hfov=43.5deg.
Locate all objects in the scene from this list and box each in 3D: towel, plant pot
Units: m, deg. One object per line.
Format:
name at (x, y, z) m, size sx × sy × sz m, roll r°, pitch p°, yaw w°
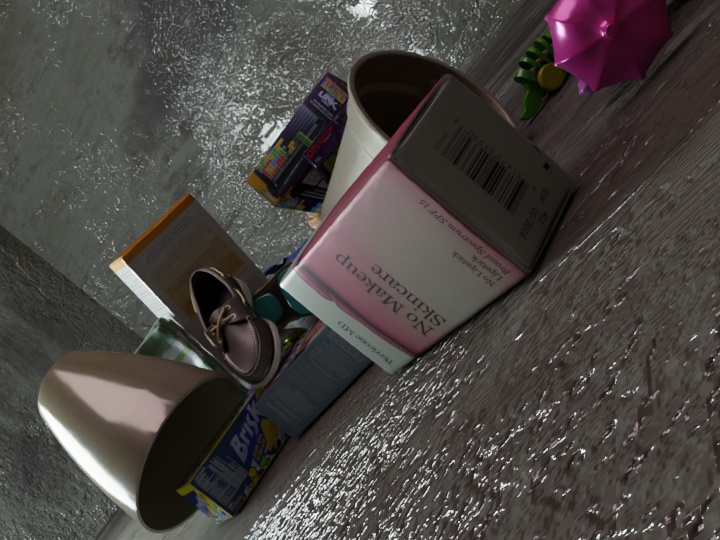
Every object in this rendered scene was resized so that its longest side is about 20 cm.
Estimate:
towel at (-0.212, 0.172, 1.122) m, size 0.153 × 0.200 × 0.023 m, roll -49°, pitch 0°, yaw 19°
plant pot at (0.048, -0.102, 0.982) m, size 0.184 × 0.199 × 0.201 m, roll -61°, pitch -3°, yaw 40°
plant pot at (-0.270, 0.172, 1.045) m, size 0.187 × 0.198 × 0.189 m, roll -48°, pitch -31°, yaw -41°

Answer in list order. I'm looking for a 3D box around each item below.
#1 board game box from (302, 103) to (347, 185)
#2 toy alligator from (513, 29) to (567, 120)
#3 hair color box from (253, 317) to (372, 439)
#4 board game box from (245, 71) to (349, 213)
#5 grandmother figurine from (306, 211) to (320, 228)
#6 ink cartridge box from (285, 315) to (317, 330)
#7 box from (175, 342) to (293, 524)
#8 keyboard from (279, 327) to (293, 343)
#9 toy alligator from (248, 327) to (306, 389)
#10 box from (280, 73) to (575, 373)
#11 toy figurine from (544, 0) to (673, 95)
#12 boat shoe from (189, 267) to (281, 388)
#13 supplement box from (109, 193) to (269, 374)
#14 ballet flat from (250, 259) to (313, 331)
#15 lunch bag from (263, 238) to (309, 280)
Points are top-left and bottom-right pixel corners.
board game box at (-0.003, -0.152, 1.107) m, size 0.120 × 0.032 × 0.200 m, roll -44°, pitch -13°, yaw 0°
toy alligator at (0.236, -0.267, 1.062) m, size 0.201 × 0.054 × 0.059 m, roll -52°, pitch 6°, yaw -4°
hair color box at (-0.022, 0.075, 0.931) m, size 0.200 × 0.060 × 0.099 m, roll -47°, pitch 7°, yaw 31°
board game box at (-0.042, -0.155, 1.156) m, size 0.166 × 0.057 × 0.200 m, roll -52°, pitch -14°, yaw 11°
grandmother figurine at (-0.010, -0.068, 1.358) m, size 0.060 × 0.122 × 0.200 m, roll -28°, pitch -22°, yaw 21°
ink cartridge box at (0.000, 0.000, 1.165) m, size 0.200 × 0.075 × 0.165 m, roll -44°, pitch 8°, yaw 50°
box at (-0.120, 0.182, 1.021) m, size 0.201 × 0.064 × 0.070 m, roll -54°, pitch 7°, yaw -31°
keyboard at (-0.132, 0.100, 1.150) m, size 0.056 × 0.011 × 0.200 m, roll -54°, pitch 13°, yaw -19°
toy alligator at (-0.096, 0.132, 1.169) m, size 0.200 × 0.054 × 0.060 m, roll -43°, pitch 45°, yaw 39°
box at (0.045, -0.027, 0.695) m, size 0.109 × 0.127 × 0.200 m, roll -56°, pitch 7°, yaw -38°
toy figurine at (0.208, -0.220, 0.749) m, size 0.201 × 0.149 × 0.185 m, roll 93°, pitch -160°, yaw -61°
boat shoe at (-0.145, 0.060, 1.014) m, size 0.072 × 0.059 × 0.200 m, roll -51°, pitch 35°, yaw 11°
supplement box at (-0.202, 0.021, 1.152) m, size 0.126 × 0.200 × 0.073 m, roll -47°, pitch 14°, yaw -26°
ballet flat at (-0.080, 0.027, 1.072) m, size 0.199 × 0.071 × 0.071 m, roll -30°, pitch 16°, yaw 32°
lunch bag at (-0.099, 0.054, 1.322) m, size 0.136 × 0.132 × 0.200 m, roll -48°, pitch 6°, yaw 27°
